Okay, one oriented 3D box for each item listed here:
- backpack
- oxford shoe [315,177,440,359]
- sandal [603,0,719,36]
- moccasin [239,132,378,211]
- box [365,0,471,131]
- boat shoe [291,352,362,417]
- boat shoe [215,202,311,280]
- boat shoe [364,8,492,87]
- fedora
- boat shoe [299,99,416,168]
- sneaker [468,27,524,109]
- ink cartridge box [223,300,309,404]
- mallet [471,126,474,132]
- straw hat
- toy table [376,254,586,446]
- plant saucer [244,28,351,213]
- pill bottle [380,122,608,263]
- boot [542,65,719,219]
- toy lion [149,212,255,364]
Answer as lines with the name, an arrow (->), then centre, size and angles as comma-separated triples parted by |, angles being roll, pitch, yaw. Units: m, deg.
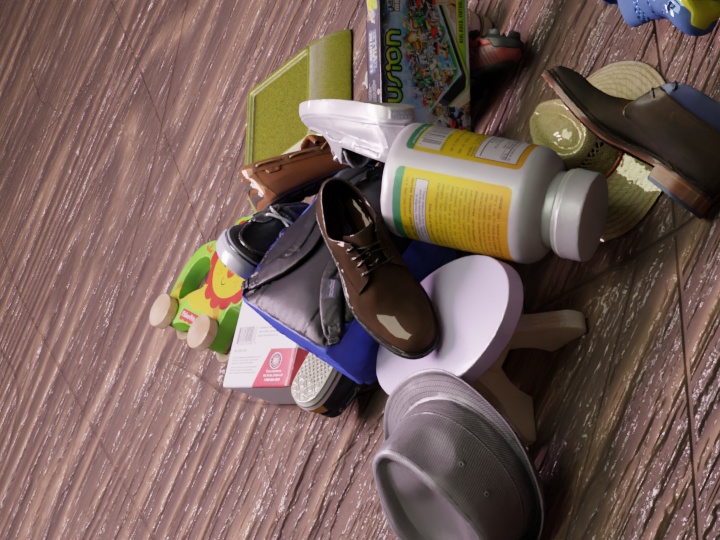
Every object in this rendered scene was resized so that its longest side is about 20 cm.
backpack -> 0.000, 0.000, 1.681 | 0.162, 0.168, 0.201 | 30, 81, 33
oxford shoe -> 0.009, -0.003, 1.539 | 0.072, 0.085, 0.201 | -32, 71, -5
sandal -> 0.287, -0.271, 1.557 | 0.087, 0.079, 0.201 | -58, 27, 22
moccasin -> -0.050, -0.130, 1.862 | 0.078, 0.200, 0.074 | 60, 156, 12
box -> 0.061, -0.222, 1.699 | 0.035, 0.109, 0.202 | 175, 93, -65
boat shoe -> -0.002, 0.077, 1.789 | 0.074, 0.062, 0.201 | 22, 76, 48
boat shoe -> -0.099, -0.042, 1.755 | 0.071, 0.072, 0.200 | -48, -2, 19
boat shoe -> 0.063, -0.259, 1.866 | 0.199, 0.068, 0.075 | -25, 52, 47
fedora -> 0.076, 0.202, 1.495 | 0.201, 0.090, 0.177 | 55, 136, 1
boat shoe -> -0.004, -0.140, 1.644 | 0.199, 0.071, 0.069 | 12, 100, 55
sneaker -> 0.105, -0.199, 1.779 | 0.199, 0.070, 0.099 | -22, 68, 39
ink cartridge box -> -0.072, 0.050, 1.882 | 0.144, 0.083, 0.202 | -6, 68, 54
mallet -> 0.060, -0.120, 1.807 | 0.200, 0.041, 0.066 | -42, 52, 42
straw hat -> 0.213, -0.130, 1.570 | 0.200, 0.085, 0.203 | -30, 50, 44
toy table -> 0.120, 0.073, 1.567 | 0.199, 0.116, 0.186 | -22, 56, 49
plant saucer -> -0.090, -0.195, 2.071 | 0.199, 0.048, 0.202 | -31, 50, 43
pill bottle -> 0.129, -0.070, 1.523 | 0.198, 0.113, 0.114 | 13, 82, 24
boot -> 0.265, -0.146, 1.470 | 0.200, 0.075, 0.097 | 42, 100, 14
toy lion -> -0.175, 0.013, 2.077 | 0.199, 0.068, 0.193 | 20, 83, 57
